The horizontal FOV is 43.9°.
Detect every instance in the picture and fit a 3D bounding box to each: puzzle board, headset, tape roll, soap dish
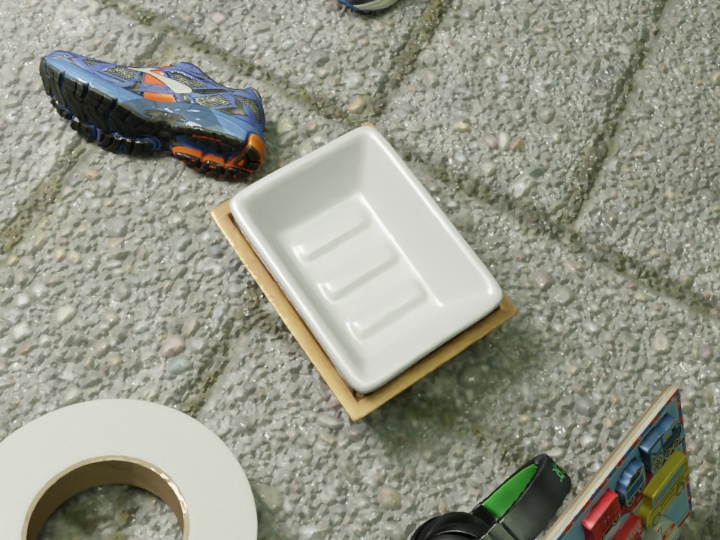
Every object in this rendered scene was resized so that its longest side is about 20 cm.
[{"bbox_3d":[0.168,0.194,0.606,0.200,0.151,0.017,-42,42,-22],"label":"puzzle board"},{"bbox_3d":[0.073,0.212,0.599,0.200,0.124,0.094,-43,82,-3],"label":"headset"},{"bbox_3d":[-0.167,0.179,0.592,0.201,0.037,0.204,7,48,-7],"label":"tape roll"},{"bbox_3d":[0.000,0.000,0.701,0.157,0.081,0.201,-31,73,-19],"label":"soap dish"}]

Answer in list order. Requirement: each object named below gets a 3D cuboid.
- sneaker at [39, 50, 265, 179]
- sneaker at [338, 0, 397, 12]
[{"bbox_3d":[-0.172,-0.141,0.756,0.198,0.075,0.079,19,55,-7],"label":"sneaker"},{"bbox_3d":[0.040,-0.330,0.853,0.077,0.085,0.200,38,67,10],"label":"sneaker"}]
